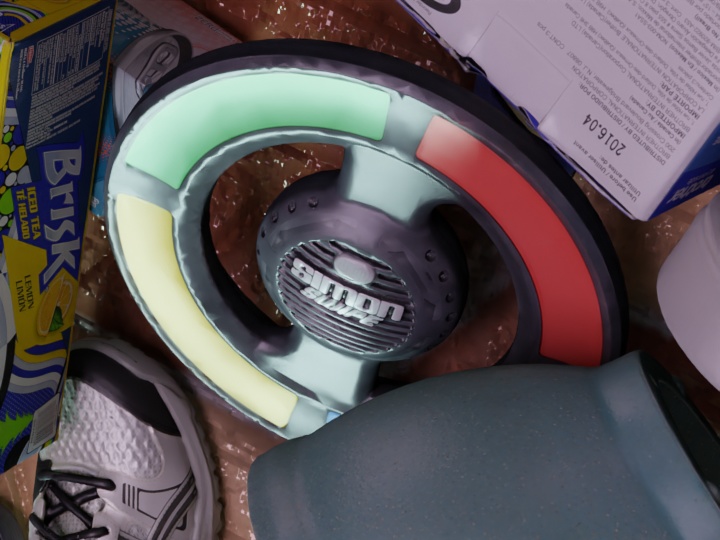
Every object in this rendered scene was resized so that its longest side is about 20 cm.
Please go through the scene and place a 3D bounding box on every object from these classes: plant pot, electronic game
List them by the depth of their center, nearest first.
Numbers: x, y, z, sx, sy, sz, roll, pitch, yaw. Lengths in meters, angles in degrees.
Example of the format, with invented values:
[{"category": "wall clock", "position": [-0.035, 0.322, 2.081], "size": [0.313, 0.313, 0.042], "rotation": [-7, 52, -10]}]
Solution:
[{"category": "plant pot", "position": [0.073, 0.110, 0.939], "size": [0.134, 0.200, 0.201], "rotation": [-34, 83, 10]}, {"category": "electronic game", "position": [0.000, 0.000, 1.000], "size": [0.199, 0.042, 0.201], "rotation": [15, 136, 15]}]

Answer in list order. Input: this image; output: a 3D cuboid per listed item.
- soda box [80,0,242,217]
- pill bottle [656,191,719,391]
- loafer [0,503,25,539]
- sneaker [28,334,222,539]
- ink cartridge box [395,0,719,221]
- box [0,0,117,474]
[{"category": "soda box", "position": [-0.146, -0.106, 1.086], "size": [0.200, 0.068, 0.064], "rotation": [34, 124, 19]}, {"category": "pill bottle", "position": [0.186, -0.043, 0.875], "size": [0.114, 0.114, 0.200], "rotation": [44, 121, 15]}, {"category": "loafer", "position": [-0.238, 0.123, 1.205], "size": [0.199, 0.063, 0.072], "rotation": [-2, 102, 32]}, {"category": "sneaker", "position": [-0.107, 0.129, 1.113], "size": [0.075, 0.088, 0.201], "rotation": [4, 103, 32]}, {"category": "ink cartridge box", "position": [0.096, -0.114, 0.934], "size": [0.136, 0.076, 0.200], "rotation": [44, 119, 15]}, {"category": "box", "position": [-0.145, -0.019, 1.036], "size": [0.070, 0.064, 0.201], "rotation": [28, 124, 25]}]
